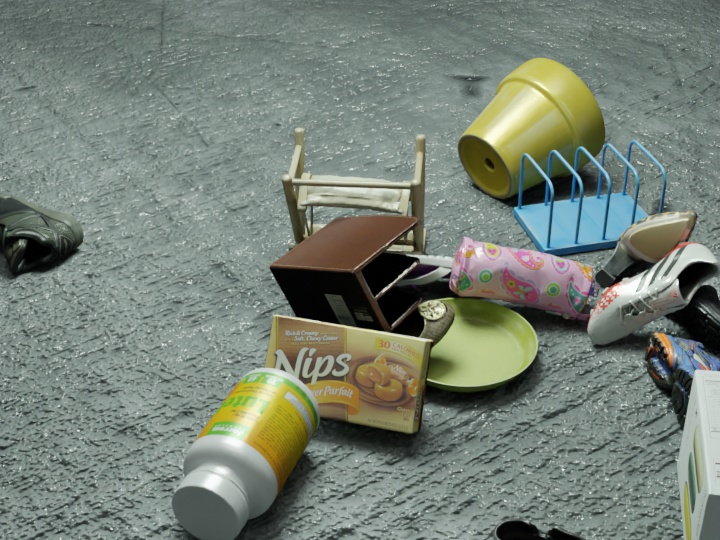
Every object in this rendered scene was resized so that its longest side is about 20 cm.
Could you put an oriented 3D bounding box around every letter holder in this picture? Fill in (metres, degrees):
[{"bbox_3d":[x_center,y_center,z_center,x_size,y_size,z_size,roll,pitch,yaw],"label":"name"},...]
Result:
[{"bbox_3d":[0.000,0.000,1.545,0.142,0.101,0.200,-40,24,-29],"label":"letter holder"}]

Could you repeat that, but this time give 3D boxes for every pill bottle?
[{"bbox_3d":[-0.132,0.210,1.296,0.111,0.111,0.200,11,34,17],"label":"pill bottle"}]

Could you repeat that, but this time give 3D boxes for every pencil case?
[{"bbox_3d":[0.226,0.013,1.595,0.200,0.088,0.087,13,33,-4],"label":"pencil case"}]

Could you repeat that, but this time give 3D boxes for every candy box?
[{"bbox_3d":[-0.018,0.127,1.416,0.200,0.116,0.055,9,-2,15],"label":"candy box"}]

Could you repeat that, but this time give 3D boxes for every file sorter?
[{"bbox_3d":[0.361,-0.119,1.793,0.200,0.123,0.139,-8,34,-12],"label":"file sorter"}]

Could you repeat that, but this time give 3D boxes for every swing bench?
[{"bbox_3d":[-0.004,-0.092,1.698,0.199,0.200,0.130,3,42,7],"label":"swing bench"}]

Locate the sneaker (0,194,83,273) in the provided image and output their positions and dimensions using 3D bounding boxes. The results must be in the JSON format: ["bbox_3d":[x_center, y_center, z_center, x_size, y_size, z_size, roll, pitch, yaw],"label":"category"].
[{"bbox_3d":[-0.539,-0.057,1.755,0.199,0.076,0.114,17,30,16],"label":"sneaker"}]

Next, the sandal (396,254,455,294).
[{"bbox_3d":[0.098,0.009,1.660,0.202,0.082,0.050,2,76,1],"label":"sandal"}]

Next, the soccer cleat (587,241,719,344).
[{"bbox_3d":[0.394,0.035,1.537,0.200,0.069,0.085,-36,23,1],"label":"soccer cleat"}]

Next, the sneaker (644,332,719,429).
[{"bbox_3d":[0.429,0.141,1.434,0.078,0.075,0.200,-3,34,-9],"label":"sneaker"}]

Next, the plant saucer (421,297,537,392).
[{"bbox_3d":[0.137,0.104,1.533,0.200,0.031,0.200,-1,33,0],"label":"plant saucer"}]

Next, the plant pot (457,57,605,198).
[{"bbox_3d":[0.273,-0.222,1.907,0.189,0.201,0.201,-38,46,-22],"label":"plant pot"}]

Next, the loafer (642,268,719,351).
[{"bbox_3d":[0.470,0.046,1.581,0.070,0.068,0.201,-22,34,-15],"label":"loafer"}]

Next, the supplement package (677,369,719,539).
[{"bbox_3d":[0.428,0.230,1.218,0.150,0.152,0.200,4,33,9],"label":"supplement package"}]

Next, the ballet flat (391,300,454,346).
[{"bbox_3d":[0.035,0.093,1.484,0.200,0.046,0.067,-30,38,-10],"label":"ballet flat"}]

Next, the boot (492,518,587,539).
[{"bbox_3d":[0.219,0.320,1.101,0.200,0.132,0.070,11,34,18],"label":"boot"}]

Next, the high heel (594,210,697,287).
[{"bbox_3d":[0.433,-0.060,1.655,0.071,0.200,0.143,49,50,1],"label":"high heel"}]
